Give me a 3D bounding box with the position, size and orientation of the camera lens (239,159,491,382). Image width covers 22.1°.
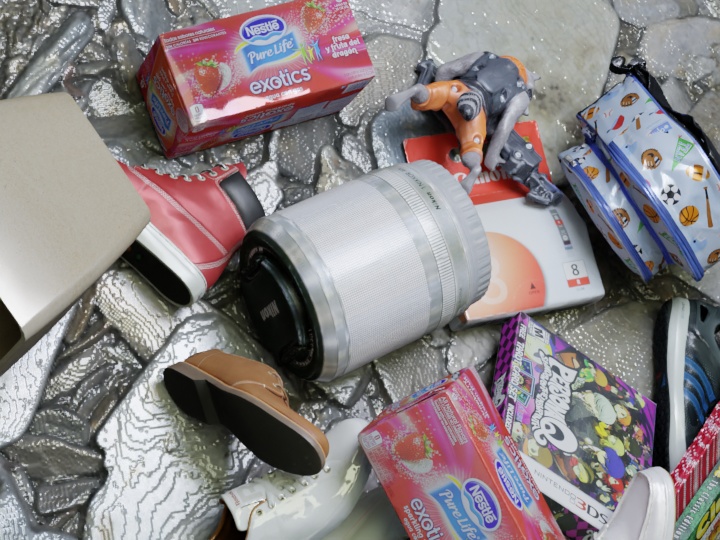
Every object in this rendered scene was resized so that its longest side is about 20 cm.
[{"bbox_3d":[0.000,0.000,1.700,0.199,0.160,0.161,-24,84,-24],"label":"camera lens"}]

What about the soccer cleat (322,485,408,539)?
[{"bbox_3d":[0.028,0.226,1.686,0.199,0.069,0.078,-22,66,-11],"label":"soccer cleat"}]

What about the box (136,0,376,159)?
[{"bbox_3d":[-0.100,-0.186,1.751,0.199,0.100,0.096,-18,81,-24],"label":"box"}]

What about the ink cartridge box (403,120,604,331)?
[{"bbox_3d":[0.143,-0.051,1.834,0.161,0.050,0.202,-10,81,-24],"label":"ink cartridge box"}]

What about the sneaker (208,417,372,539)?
[{"bbox_3d":[-0.068,0.202,1.619,0.200,0.073,0.085,-50,126,-2],"label":"sneaker"}]

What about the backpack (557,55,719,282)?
[{"bbox_3d":[0.295,-0.082,1.806,0.154,0.191,0.200,-44,118,1],"label":"backpack"}]

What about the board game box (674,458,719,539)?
[{"bbox_3d":[0.339,0.240,1.794,0.023,0.105,0.200,25,59,29],"label":"board game box"}]

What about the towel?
[{"bbox_3d":[0.336,0.194,1.797,0.022,0.145,0.200,25,61,27],"label":"towel"}]

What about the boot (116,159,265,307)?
[{"bbox_3d":[-0.186,-0.081,1.710,0.200,0.072,0.144,44,58,-5],"label":"boot"}]

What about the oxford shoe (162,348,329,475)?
[{"bbox_3d":[-0.089,0.115,1.632,0.071,0.199,0.072,-32,132,-30],"label":"oxford shoe"}]

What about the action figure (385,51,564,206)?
[{"bbox_3d":[0.131,-0.146,1.804,0.200,0.105,0.193,41,39,3],"label":"action figure"}]

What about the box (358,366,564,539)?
[{"bbox_3d":[0.093,0.198,1.594,0.201,0.095,0.100,62,20,-1],"label":"box"}]

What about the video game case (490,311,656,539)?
[{"bbox_3d":[0.199,0.160,1.747,0.181,0.036,0.201,35,40,-17],"label":"video game case"}]

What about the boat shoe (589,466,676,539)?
[{"bbox_3d":[0.222,0.267,1.645,0.069,0.071,0.202,16,96,-18],"label":"boat shoe"}]

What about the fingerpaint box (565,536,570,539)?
[{"bbox_3d":[0.127,0.293,1.711,0.167,0.073,0.200,42,62,-5],"label":"fingerpaint box"}]

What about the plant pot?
[{"bbox_3d":[-0.300,-0.037,1.586,0.177,0.200,0.201,-33,88,-32],"label":"plant pot"}]

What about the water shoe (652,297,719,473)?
[{"bbox_3d":[0.335,0.123,1.835,0.078,0.072,0.202,6,73,-5],"label":"water shoe"}]
